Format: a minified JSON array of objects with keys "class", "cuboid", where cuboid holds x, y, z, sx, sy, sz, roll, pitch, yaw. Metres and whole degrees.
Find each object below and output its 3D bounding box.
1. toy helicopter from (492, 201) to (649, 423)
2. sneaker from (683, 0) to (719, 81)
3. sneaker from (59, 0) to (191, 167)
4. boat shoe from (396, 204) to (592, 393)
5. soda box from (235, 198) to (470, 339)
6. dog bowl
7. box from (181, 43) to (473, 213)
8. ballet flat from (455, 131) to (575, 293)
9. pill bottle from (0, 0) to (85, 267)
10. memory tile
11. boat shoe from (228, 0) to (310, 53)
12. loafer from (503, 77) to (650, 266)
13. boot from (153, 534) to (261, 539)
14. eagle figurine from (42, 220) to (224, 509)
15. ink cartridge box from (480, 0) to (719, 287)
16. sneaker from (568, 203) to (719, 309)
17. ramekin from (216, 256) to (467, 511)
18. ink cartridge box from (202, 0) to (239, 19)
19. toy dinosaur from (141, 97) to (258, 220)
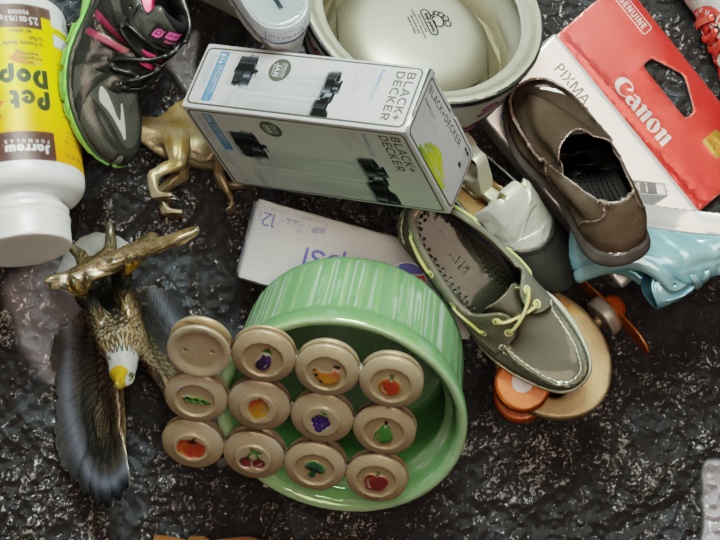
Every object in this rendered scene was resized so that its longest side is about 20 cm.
[{"class":"toy helicopter","cuboid":[0.158,0.024,1.760,0.131,0.079,0.202,-13,77,0]},{"class":"sneaker","cuboid":[0.321,-0.176,1.783,0.201,0.067,0.108,35,78,-7]},{"class":"sneaker","cuboid":[-0.178,-0.179,1.649,0.083,0.076,0.202,15,100,39]},{"class":"boat shoe","cuboid":[0.106,0.021,1.679,0.072,0.060,0.202,-44,90,0]},{"class":"soda box","cuboid":[0.000,0.000,1.746,0.198,0.063,0.069,15,89,-5]},{"class":"dog bowl","cuboid":[0.043,-0.191,1.717,0.198,0.074,0.201,7,54,-10]},{"class":"box","cuboid":[-0.024,-0.110,1.643,0.198,0.117,0.060,9,63,26]},{"class":"ballet flat","cuboid":[0.101,-0.061,1.729,0.200,0.069,0.068,42,68,14]},{"class":"pill bottle","cuboid":[-0.277,-0.109,1.677,0.108,0.109,0.202,-8,72,-6]},{"class":"memory tile","cuboid":[-0.054,0.108,1.632,0.198,0.017,0.154,10,128,1]},{"class":"boat shoe","cuboid":[-0.100,-0.251,1.661,0.073,0.067,0.201,-19,68,-10]},{"class":"loafer","cuboid":[0.176,-0.093,1.679,0.073,0.071,0.201,-19,49,-15]},{"class":"boot","cuboid":[-0.114,0.316,1.721,0.153,0.074,0.202,11,75,-7]},{"class":"eagle figurine","cuboid":[-0.185,0.073,1.711,0.151,0.151,0.201,3,124,32]},{"class":"ink cartridge box","cuboid":[0.219,-0.117,1.784,0.176,0.045,0.200,-40,92,-5]},{"class":"sneaker","cuboid":[0.263,-0.007,1.727,0.198,0.074,0.083,7,86,-2]},{"class":"ramekin","cuboid":[-0.010,0.085,1.683,0.198,0.098,0.201,5,128,6]},{"class":"ink cartridge box","cuboid":[-0.106,-0.326,1.738,0.143,0.084,0.201,25,86,-4]},{"class":"toy dinosaur","cuboid":[-0.150,-0.099,1.749,0.198,0.058,0.102,10,72,-13]}]
